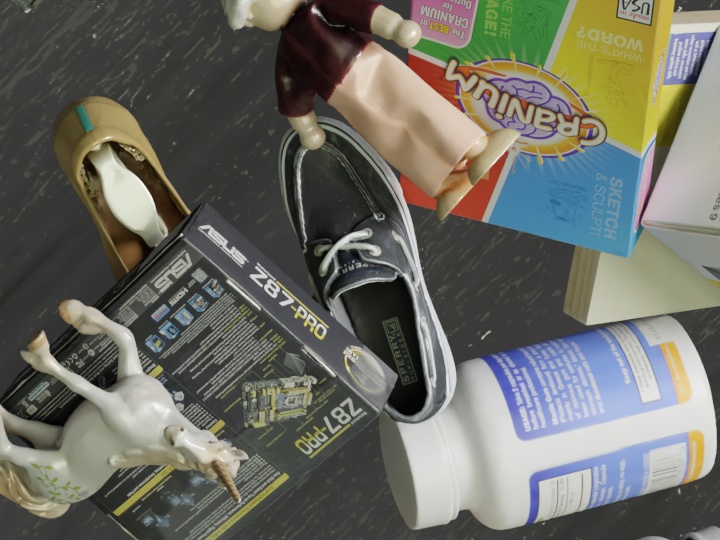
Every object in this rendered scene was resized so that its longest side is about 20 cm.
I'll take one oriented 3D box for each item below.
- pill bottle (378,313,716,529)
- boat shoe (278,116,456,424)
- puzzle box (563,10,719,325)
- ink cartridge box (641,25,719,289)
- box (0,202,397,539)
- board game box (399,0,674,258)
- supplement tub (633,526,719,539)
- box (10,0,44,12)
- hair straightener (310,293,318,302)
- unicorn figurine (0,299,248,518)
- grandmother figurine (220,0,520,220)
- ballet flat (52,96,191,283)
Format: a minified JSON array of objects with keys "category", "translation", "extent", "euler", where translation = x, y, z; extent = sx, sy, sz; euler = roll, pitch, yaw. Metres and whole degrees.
[{"category":"pill bottle","translation":[0.118,0.102,1.748],"extent":[0.200,0.112,0.112],"euler":[-13,115,-11]},{"category":"boat shoe","translation":[0.000,0.000,1.650],"extent":[0.072,0.068,0.200],"euler":[-20,88,10]},{"category":"puzzle box","translation":[0.201,-0.067,1.725],"extent":[0.133,0.025,0.200],"euler":[-6,115,-38]},{"category":"ink cartridge box","translation":[0.283,-0.044,1.699],"extent":[0.200,0.087,0.145],"euler":[35,71,-42]},{"category":"box","translation":[-0.101,0.075,1.636],"extent":[0.161,0.049,0.200],"euler":[43,123,-8]},{"category":"board game box","translation":[0.104,-0.114,1.621],"extent":[0.153,0.040,0.200],"euler":[14,129,15]},{"category":"supplement tub","translation":[0.169,0.264,1.813],"extent":[0.200,0.145,0.145],"euler":[-22,117,-7]},{"category":"box","translation":[-0.199,-0.279,1.527],"extent":[0.193,0.048,0.200],"euler":[-46,118,7]},{"category":"hair straightener","translation":[-0.047,0.076,1.704],"extent":[0.200,0.077,0.041],"euler":[-39,141,0]},{"category":"unicorn figurine","translation":[-0.152,0.091,1.599],"extent":[0.137,0.200,0.074],"euler":[46,51,-11]},{"category":"grandmother figurine","translation":[-0.007,-0.117,1.611],"extent":[0.200,0.061,0.121],"euler":[43,121,0]},{"category":"ballet flat","translation":[-0.125,-0.014,1.651],"extent":[0.069,0.063,0.200],"euler":[-34,118,-1]}]
